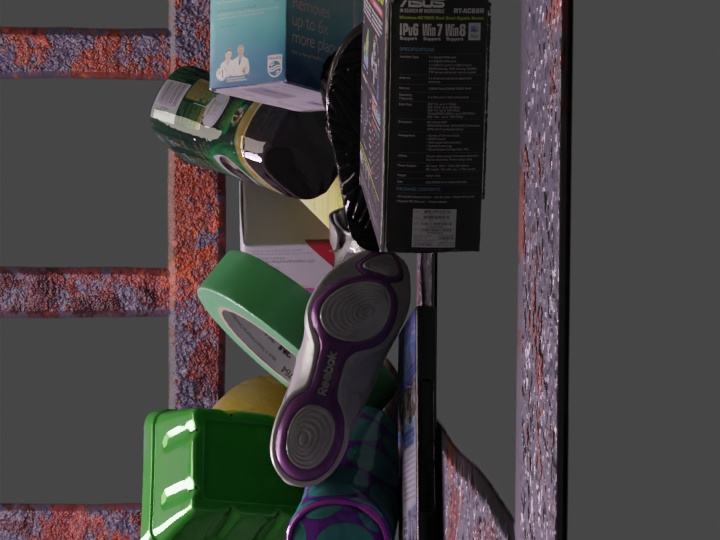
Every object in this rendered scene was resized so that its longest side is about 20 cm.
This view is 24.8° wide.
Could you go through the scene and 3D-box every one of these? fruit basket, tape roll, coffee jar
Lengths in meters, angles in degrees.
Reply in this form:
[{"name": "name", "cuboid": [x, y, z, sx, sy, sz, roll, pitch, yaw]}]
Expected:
[{"name": "fruit basket", "cuboid": [-0.108, 0.193, 1.511, 0.216, 0.213, 0.157, 100, 170, -68]}, {"name": "tape roll", "cuboid": [-0.058, 0.065, 1.488, 0.048, 0.200, 0.201, -49, -6, -14]}, {"name": "coffee jar", "cuboid": [-0.106, -0.132, 1.561, 0.199, 0.104, 0.086, 21, 77, 46]}]

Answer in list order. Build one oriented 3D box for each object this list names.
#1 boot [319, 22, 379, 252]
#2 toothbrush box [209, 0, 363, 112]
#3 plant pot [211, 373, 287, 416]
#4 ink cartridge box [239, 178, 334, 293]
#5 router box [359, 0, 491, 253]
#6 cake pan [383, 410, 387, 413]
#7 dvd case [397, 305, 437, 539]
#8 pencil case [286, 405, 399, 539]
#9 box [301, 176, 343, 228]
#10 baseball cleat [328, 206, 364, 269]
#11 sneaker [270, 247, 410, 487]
[{"name": "boot", "cuboid": [0.009, -0.138, 1.276, 0.159, 0.079, 0.212, -94, 5, -47]}, {"name": "toothbrush box", "cuboid": [-0.055, -0.246, 1.399, 0.146, 0.085, 0.202, 7, -98, -58]}, {"name": "plant pot", "cuboid": [-0.063, 0.217, 1.740, 0.142, 0.198, 0.202, 6, 97, 60]}, {"name": "ink cartridge box", "cuboid": [-0.056, -0.016, 1.756, 0.201, 0.144, 0.084, 96, 170, -62]}, {"name": "router box", "cuboid": [0.036, -0.107, 1.004, 0.200, 0.061, 0.152, -104, 14, -74]}, {"name": "cake pan", "cuboid": [0.007, 0.224, 1.587, 0.200, 0.036, 0.203, -179, 90, -86]}, {"name": "dvd case", "cuboid": [0.042, 0.136, 1.222, 0.143, 0.017, 0.202, 112, 158, -78]}, {"name": "pencil case", "cuboid": [-0.011, 0.185, 1.338, 0.092, 0.085, 0.200, -45, 8, 14]}, {"name": "box", "cuboid": [-0.034, -0.101, 1.619, 0.200, 0.050, 0.076, 43, 138, 53]}, {"name": "baseball cleat", "cuboid": [0.000, 0.000, 1.449, 0.200, 0.069, 0.108, 141, 116, -72]}, {"name": "sneaker", "cuboid": [-0.023, 0.075, 1.288, 0.100, 0.074, 0.201, 115, -179, -76]}]
